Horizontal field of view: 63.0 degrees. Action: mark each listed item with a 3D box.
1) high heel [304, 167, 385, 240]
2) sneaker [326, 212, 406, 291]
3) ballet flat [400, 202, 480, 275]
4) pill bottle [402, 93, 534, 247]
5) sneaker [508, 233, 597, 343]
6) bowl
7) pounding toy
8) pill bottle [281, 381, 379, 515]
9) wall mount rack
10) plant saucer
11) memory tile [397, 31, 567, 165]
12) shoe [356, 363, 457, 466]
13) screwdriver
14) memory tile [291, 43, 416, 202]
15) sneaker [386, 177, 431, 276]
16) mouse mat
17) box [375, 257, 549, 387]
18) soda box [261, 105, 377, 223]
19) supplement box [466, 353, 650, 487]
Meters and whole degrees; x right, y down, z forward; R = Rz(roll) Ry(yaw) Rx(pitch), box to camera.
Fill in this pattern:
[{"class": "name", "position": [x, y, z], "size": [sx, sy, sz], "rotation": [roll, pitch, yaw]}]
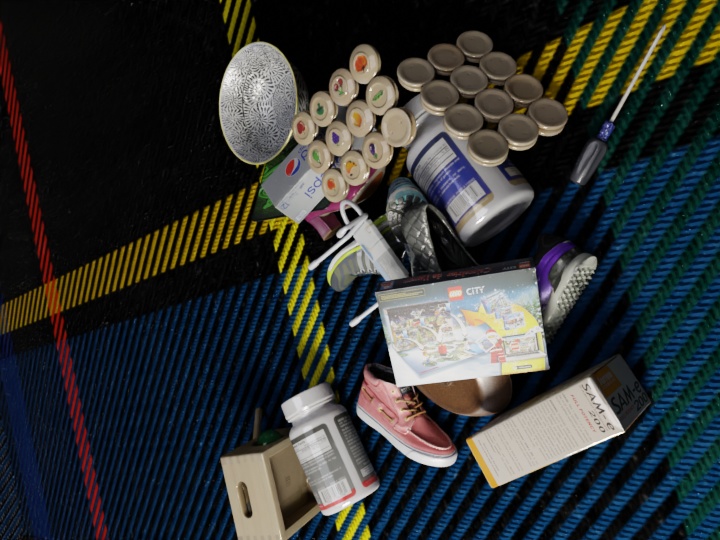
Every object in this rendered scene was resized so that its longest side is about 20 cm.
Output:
[{"class": "high heel", "position": [-0.036, -0.141, 0.982], "size": [0.096, 0.067, 0.200], "rotation": [53, 138, 8]}, {"class": "sneaker", "position": [0.019, -0.017, 0.952], "size": [0.200, 0.073, 0.081], "rotation": [-42, 73, 37]}, {"class": "ballet flat", "position": [0.124, -0.002, 0.760], "size": [0.200, 0.066, 0.057], "rotation": [48, 160, -8]}, {"class": "pill bottle", "position": [0.133, -0.145, 0.807], "size": [0.120, 0.119, 0.201], "rotation": [-45, 69, 34]}, {"class": "sneaker", "position": [0.227, 0.038, 0.798], "size": [0.100, 0.069, 0.202], "rotation": [45, 119, 34]}, {"class": "bowl", "position": [-0.151, -0.289, 1.034], "size": [0.199, 0.094, 0.204], "rotation": [7, 102, 38]}, {"class": "pounding toy", "position": [-0.173, 0.374, 1.111], "size": [0.141, 0.184, 0.203], "rotation": [-15, 87, 27]}, {"class": "pill bottle", "position": [-0.057, 0.309, 1.033], "size": [0.114, 0.113, 0.202], "rotation": [-37, 73, 36]}, {"class": "wall mount rack", "position": [0.000, 0.000, 0.899], "size": [0.201, 0.074, 0.174], "rotation": [54, 156, 3]}, {"class": "plant saucer", "position": [0.124, 0.142, 0.854], "size": [0.199, 0.037, 0.202], "rotation": [32, 144, 27]}, {"class": "memory tile", "position": [0.157, -0.228, 0.764], "size": [0.201, 0.152, 0.017], "rotation": [53, 163, 23]}, {"class": "shoe", "position": [0.074, 0.226, 0.940], "size": [0.199, 0.071, 0.092], "rotation": [25, 117, 39]}, {"class": "screwdriver", "position": [0.310, -0.195, 0.709], "size": [0.028, 0.029, 0.202], "rotation": [38, 123, 29]}, {"class": "memory tile", "position": [-0.017, -0.201, 0.830], "size": [0.199, 0.017, 0.155], "rotation": [-34, 81, 42]}, {"class": "sneaker", "position": [0.095, -0.051, 0.855], "size": [0.077, 0.087, 0.201], "rotation": [-19, 128, 10]}, {"class": "mouse mat", "position": [-0.111, -0.168, 1.029], "size": [0.198, 0.007, 0.163], "rotation": [-5, 66, 41]}, {"class": "box", "position": [0.129, 0.069, 0.746], "size": [0.197, 0.038, 0.138], "rotation": [-9, 108, 14]}, {"class": "soda box", "position": [-0.065, -0.177, 0.945], "size": [0.200, 0.063, 0.068], "rotation": [-46, 49, 10]}, {"class": "supplement box", "position": [0.252, 0.194, 0.756], "size": [0.200, 0.125, 0.074], "rotation": [-41, 71, 36]}]
